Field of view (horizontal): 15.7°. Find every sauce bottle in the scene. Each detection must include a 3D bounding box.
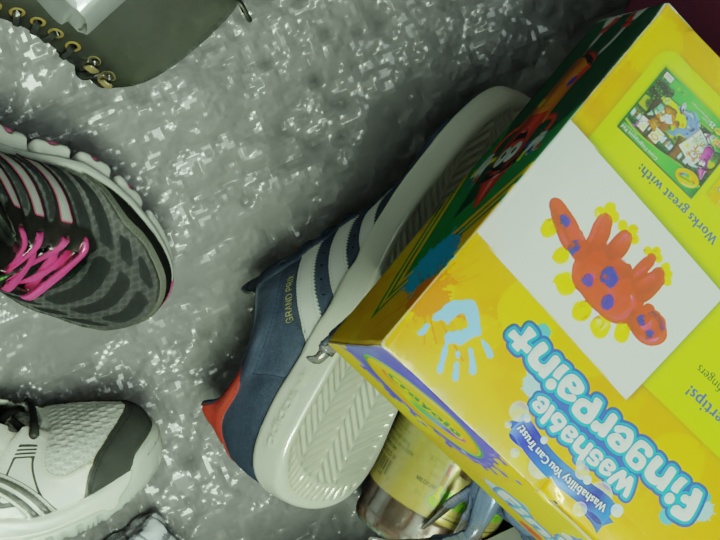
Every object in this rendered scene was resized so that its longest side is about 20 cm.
[{"bbox_3d":[0.067,0.034,1.146,0.065,0.065,0.201,23,102,-18],"label":"sauce bottle"}]

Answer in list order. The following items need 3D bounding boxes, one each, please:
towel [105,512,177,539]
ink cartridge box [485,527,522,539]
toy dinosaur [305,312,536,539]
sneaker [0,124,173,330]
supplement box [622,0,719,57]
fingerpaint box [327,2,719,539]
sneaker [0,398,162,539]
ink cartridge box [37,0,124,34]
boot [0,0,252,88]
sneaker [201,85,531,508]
[{"bbox_3d":[-0.122,0.231,1.154,0.200,0.086,0.166,-32,112,-2],"label":"towel"},{"bbox_3d":[0.051,0.170,1.144,0.199,0.044,0.094,-21,131,-31],"label":"ink cartridge box"},{"bbox_3d":[0.062,0.079,1.029,0.182,0.105,0.200,47,128,-1],"label":"toy dinosaur"},{"bbox_3d":[-0.154,-0.015,1.047,0.074,0.088,0.200,-35,132,24],"label":"sneaker"},{"bbox_3d":[0.188,-0.040,1.101,0.200,0.085,0.111,49,59,-31],"label":"supplement box"},{"bbox_3d":[0.117,0.031,0.972,0.200,0.073,0.167,43,78,-13],"label":"fingerpaint box"},{"bbox_3d":[-0.184,0.074,1.096,0.199,0.076,0.088,-12,109,-10],"label":"sneaker"},{"bbox_3d":[-0.079,-0.206,0.963,0.200,0.083,0.145,-42,96,-4],"label":"ink cartridge box"},{"bbox_3d":[-0.151,-0.107,1.053,0.200,0.077,0.139,-31,116,-1],"label":"boot"},{"bbox_3d":[0.000,0.000,1.116,0.200,0.084,0.075,-55,133,-7],"label":"sneaker"}]
